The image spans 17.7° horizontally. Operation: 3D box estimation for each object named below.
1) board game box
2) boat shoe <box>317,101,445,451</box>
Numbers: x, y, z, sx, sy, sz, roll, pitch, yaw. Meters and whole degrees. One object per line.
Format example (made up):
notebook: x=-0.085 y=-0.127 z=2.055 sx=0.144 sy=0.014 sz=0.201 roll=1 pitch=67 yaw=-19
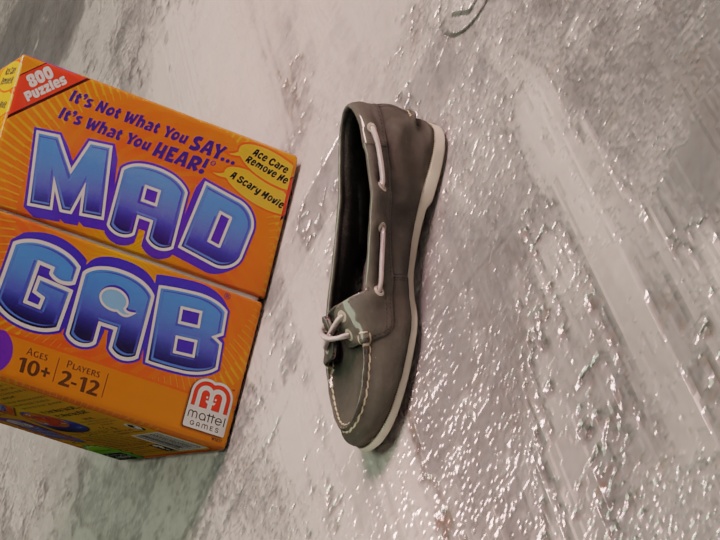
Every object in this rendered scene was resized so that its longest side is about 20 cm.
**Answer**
board game box: x=-0.190 y=0.000 z=1.536 sx=0.200 sy=0.198 sz=0.202 roll=-13 pitch=60 yaw=63
boat shoe: x=0.000 y=0.000 z=1.281 sx=0.067 sy=0.057 sz=0.202 roll=-31 pitch=44 yaw=57
